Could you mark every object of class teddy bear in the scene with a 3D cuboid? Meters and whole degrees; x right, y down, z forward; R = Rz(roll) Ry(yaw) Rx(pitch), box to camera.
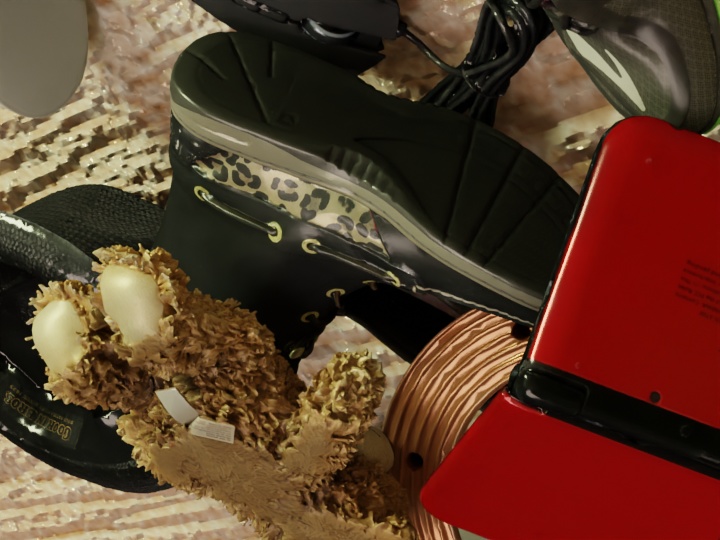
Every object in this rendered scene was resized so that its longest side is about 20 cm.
[{"bbox_3d":[-0.052,0.057,1.213,0.200,0.067,0.145,30,136,-8],"label":"teddy bear"}]

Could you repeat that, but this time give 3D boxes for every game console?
[{"bbox_3d":[0.150,0.051,1.137,0.199,0.173,0.119,20,175,-11],"label":"game console"}]

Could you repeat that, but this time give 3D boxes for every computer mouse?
[{"bbox_3d":[-0.014,-0.127,1.168,0.200,0.046,0.140,39,144,-2],"label":"computer mouse"}]

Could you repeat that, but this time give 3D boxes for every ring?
[{"bbox_3d":[0.102,0.101,1.230,0.200,0.019,0.201,6,107,22],"label":"ring"}]

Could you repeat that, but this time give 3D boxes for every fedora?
[{"bbox_3d":[-0.131,0.016,1.371,0.200,0.092,0.201,28,146,21],"label":"fedora"}]

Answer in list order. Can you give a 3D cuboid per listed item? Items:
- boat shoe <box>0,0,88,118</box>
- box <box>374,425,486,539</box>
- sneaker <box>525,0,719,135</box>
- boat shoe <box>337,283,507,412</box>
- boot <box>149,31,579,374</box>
[{"bbox_3d":[-0.189,-0.156,1.267,0.064,0.071,0.200,16,142,51],"label":"boat shoe"},{"bbox_3d":[0.023,0.160,1.315,0.144,0.200,0.036,27,125,12],"label":"box"},{"bbox_3d":[0.068,-0.123,1.076,0.077,0.084,0.200,-17,118,48],"label":"sneaker"},{"bbox_3d":[0.022,0.009,1.273,0.200,0.057,0.067,29,142,10],"label":"boat shoe"},{"bbox_3d":[0.000,-0.001,1.215,0.203,0.074,0.154,27,137,6],"label":"boot"}]
